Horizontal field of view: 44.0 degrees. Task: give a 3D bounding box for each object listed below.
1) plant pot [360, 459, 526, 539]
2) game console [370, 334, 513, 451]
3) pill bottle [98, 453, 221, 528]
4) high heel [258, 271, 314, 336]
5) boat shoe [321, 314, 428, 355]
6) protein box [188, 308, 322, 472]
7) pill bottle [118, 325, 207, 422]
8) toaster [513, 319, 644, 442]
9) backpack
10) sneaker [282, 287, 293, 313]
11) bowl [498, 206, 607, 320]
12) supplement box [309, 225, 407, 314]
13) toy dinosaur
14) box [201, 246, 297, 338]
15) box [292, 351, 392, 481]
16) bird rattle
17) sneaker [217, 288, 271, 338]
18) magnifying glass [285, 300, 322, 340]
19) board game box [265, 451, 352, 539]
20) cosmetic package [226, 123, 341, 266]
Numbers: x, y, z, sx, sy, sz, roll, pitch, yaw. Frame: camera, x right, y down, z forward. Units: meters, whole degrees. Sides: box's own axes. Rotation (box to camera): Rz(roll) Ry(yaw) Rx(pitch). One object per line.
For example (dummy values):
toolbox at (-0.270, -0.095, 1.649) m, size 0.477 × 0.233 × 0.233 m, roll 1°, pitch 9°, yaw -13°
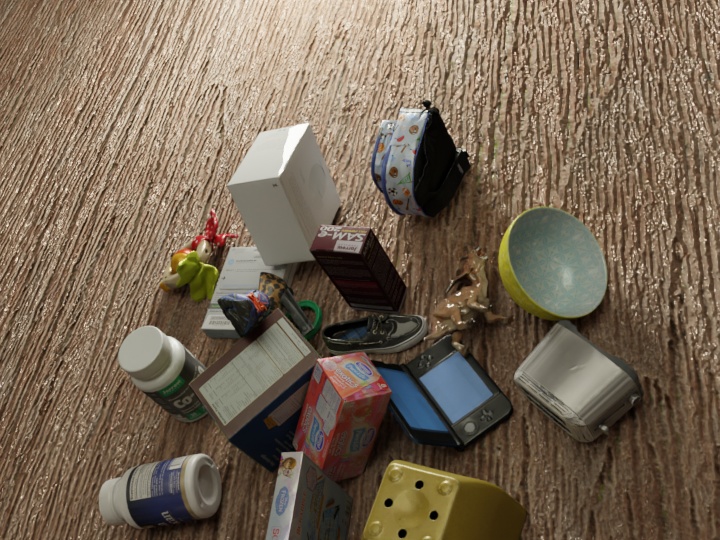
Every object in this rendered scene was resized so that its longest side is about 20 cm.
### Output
plant pot at (0.104, 0.381, 1.305) m, size 0.195 × 0.200 × 0.195 m, roll 7°, pitch 60°, yaw 31°
game console at (0.125, 0.191, 1.482) m, size 0.170 × 0.118 × 0.200 m, roll -35°, pitch 49°, yaw -3°
pill bottle at (-0.358, 0.397, 1.581) m, size 0.199 × 0.111 × 0.111 m, roll -14°, pitch 52°, yaw 17°
high heel at (-0.201, 0.103, 1.626) m, size 0.200 × 0.071 × 0.143 m, roll -35°, pitch 85°, yaw -8°
boat shoe at (0.022, 0.109, 1.630) m, size 0.199 × 0.066 × 0.070 m, roll -9°, pitch 54°, yaw 21°
protein box at (-0.148, 0.212, 1.543) m, size 0.200 × 0.199 × 0.135 m, roll -40°, pitch 58°, yaw -5°
pill bottle at (-0.359, 0.194, 1.669) m, size 0.113 × 0.200 × 0.114 m, roll -13°, pitch 52°, yaw 18°
toaster at (0.333, 0.172, 1.400) m, size 0.129 × 0.114 × 0.200 m, roll -45°, pitch 51°, yaw -6°
backpack at (0.105, -0.204, 1.744) m, size 0.153 × 0.200 × 0.191 m, roll -2°, pitch 62°, yaw 31°
sneaker at (-0.177, 0.124, 1.693) m, size 0.201 × 0.080 × 0.074 m, roll -59°, pitch 9°, yaw -7°
bowl at (0.309, 0.002, 1.523) m, size 0.108 × 0.200 × 0.201 m, roll -40°, pitch 27°, yaw 59°
supplement box at (0.000, 0.000, 1.631) m, size 0.108 × 0.200 × 0.061 m, roll 5°, pitch 59°, yaw 28°
toy dinosaur at (0.172, 0.064, 1.564) m, size 0.200 × 0.086 × 0.135 m, roll -37°, pitch 47°, yaw -15°
box at (-0.223, 0.043, 1.817) m, size 0.155 × 0.041 × 0.201 m, roll -1°, pitch 58°, yaw 25°
box at (-0.033, 0.245, 1.465) m, size 0.094 × 0.201 × 0.103 m, roll -6°, pitch 39°, yaw -31°
bird rattle at (-0.361, -0.031, 1.906) m, size 0.163 × 0.113 × 0.201 m, roll -22°, pitch 45°, yaw 32°
sneaker at (-0.191, 0.061, 1.511) m, size 0.078 × 0.200 × 0.075 m, roll -37°, pitch 90°, yaw -10°
magnifying glass at (-0.130, 0.146, 1.712) m, size 0.079 × 0.022 × 0.201 m, roll 4°, pitch 57°, yaw 29°
board game box at (-0.080, 0.412, 1.374) m, size 0.041 × 0.200 × 0.201 m, roll -7°, pitch 53°, yaw 22°
cosmetic package at (-0.148, -0.151, 1.782) m, size 0.122 × 0.200 × 0.200 m, roll -7°, pitch 36°, yaw 22°
